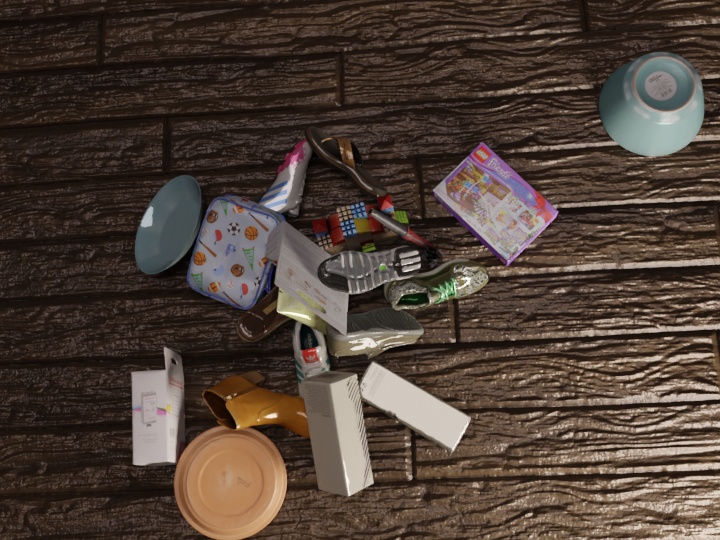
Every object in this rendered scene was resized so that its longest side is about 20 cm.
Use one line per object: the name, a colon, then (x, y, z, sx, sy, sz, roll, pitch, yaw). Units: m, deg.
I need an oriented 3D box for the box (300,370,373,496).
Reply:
box: (-0.040, 0.280, 1.515, 0.082, 0.068, 0.201, 0, 101, 46)

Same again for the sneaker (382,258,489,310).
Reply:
sneaker: (0.139, 0.040, 1.586, 0.199, 0.089, 0.077, -14, 116, 6)

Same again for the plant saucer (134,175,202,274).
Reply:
plant saucer: (-0.352, -0.081, 1.656, 0.200, 0.039, 0.202, -23, 54, 37)

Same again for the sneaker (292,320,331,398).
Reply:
sneaker: (-0.088, 0.178, 1.578, 0.070, 0.093, 0.201, -11, 75, 2)

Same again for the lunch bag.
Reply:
lunch bag: (-0.227, -0.030, 1.627, 0.159, 0.076, 0.201, 20, 101, 4)

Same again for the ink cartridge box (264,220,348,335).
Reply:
ink cartridge box: (-0.094, 0.020, 1.518, 0.162, 0.201, 0.057, 37, 121, -22)

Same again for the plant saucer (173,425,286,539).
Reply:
plant saucer: (-0.229, 0.374, 1.547, 0.199, 0.032, 0.202, 1, 83, -11)

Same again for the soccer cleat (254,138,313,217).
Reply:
soccer cleat: (-0.135, -0.155, 1.682, 0.086, 0.070, 0.201, 35, 87, 3)

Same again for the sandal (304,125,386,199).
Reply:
sandal: (-0.021, -0.214, 1.669, 0.200, 0.082, 0.055, 43, 113, 10)

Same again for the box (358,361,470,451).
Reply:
box: (0.092, 0.241, 1.547, 0.199, 0.082, 0.069, 29, 80, 12)

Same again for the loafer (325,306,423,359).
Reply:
loafer: (0.022, 0.115, 1.575, 0.199, 0.070, 0.075, -1, 37, -29)

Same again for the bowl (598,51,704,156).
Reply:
bowl: (0.558, -0.327, 1.642, 0.199, 0.105, 0.202, -1, 76, 4)

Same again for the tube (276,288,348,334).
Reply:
tube: (-0.076, 0.076, 1.556, 0.052, 0.200, 0.058, -53, 41, 5)

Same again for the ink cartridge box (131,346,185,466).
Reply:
ink cartridge box: (-0.362, 0.246, 1.573, 0.067, 0.117, 0.201, -5, 75, 3)

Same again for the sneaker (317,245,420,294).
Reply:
sneaker: (0.000, 0.000, 1.572, 0.199, 0.115, 0.076, -7, 92, -26)

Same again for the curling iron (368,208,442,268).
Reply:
curling iron: (0.086, -0.063, 1.585, 0.026, 0.200, 0.050, -39, 40, 19)

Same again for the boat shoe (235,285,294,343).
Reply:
boat shoe: (-0.148, 0.069, 1.622, 0.202, 0.075, 0.075, -30, 77, -27)

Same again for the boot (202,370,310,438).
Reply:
boot: (-0.171, 0.256, 1.537, 0.201, 0.144, 0.071, 33, 116, 18)

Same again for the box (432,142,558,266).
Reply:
box: (0.253, -0.126, 1.651, 0.137, 0.039, 0.200, -43, 77, -6)

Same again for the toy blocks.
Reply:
toy blocks: (-0.009, -0.080, 1.612, 0.199, 0.137, 0.101, -16, 76, 1)
